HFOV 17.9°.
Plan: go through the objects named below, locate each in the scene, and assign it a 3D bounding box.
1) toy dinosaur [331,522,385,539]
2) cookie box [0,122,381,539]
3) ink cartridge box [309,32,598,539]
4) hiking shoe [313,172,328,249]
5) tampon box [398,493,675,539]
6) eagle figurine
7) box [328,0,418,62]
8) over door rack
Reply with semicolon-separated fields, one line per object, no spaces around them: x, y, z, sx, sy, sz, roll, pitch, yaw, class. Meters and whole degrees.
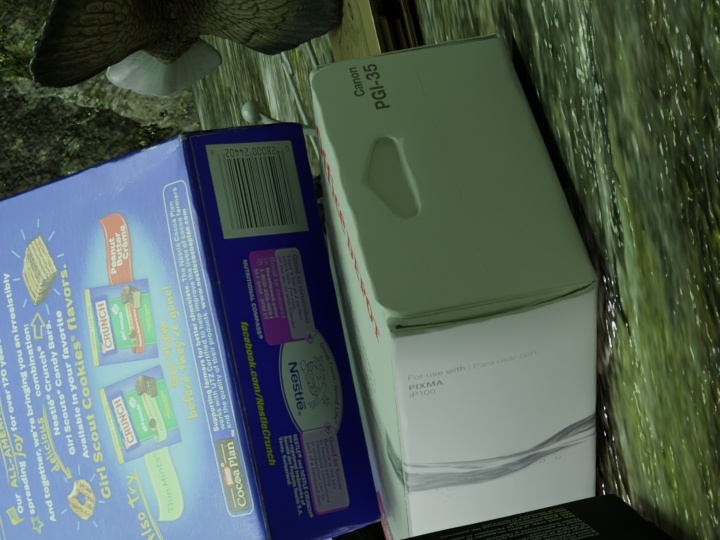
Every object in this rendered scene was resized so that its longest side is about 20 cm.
0.019;0.119;1.282;0.047;0.088;0.200;-26;48;47;toy dinosaur
-0.101;0.043;0.966;0.200;0.075;0.172;-15;85;40;cookie box
0.038;0.029;0.918;0.200;0.083;0.147;85;172;-48;ink cartridge box
0.000;0.000;1.191;0.101;0.076;0.200;60;171;-9;hiking shoe
0.063;0.173;0.752;0.200;0.126;0.150;-144;42;-80;tampon box
-0.110;-0.157;1.285;0.151;0.152;0.200;33;-166;-25;eagle figurine
0.007;-0.117;1.229;0.200;0.021;0.164;122;135;-82;box
-0.040;-0.094;1.411;0.148;0.066;0.200;88;174;-67;over door rack
